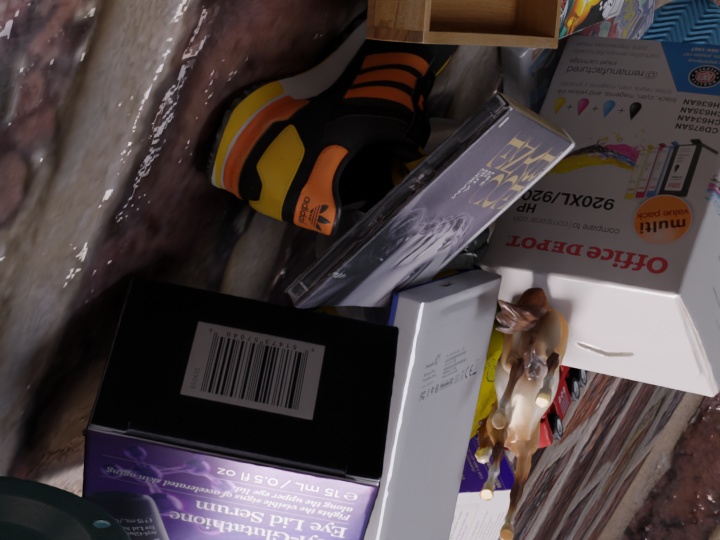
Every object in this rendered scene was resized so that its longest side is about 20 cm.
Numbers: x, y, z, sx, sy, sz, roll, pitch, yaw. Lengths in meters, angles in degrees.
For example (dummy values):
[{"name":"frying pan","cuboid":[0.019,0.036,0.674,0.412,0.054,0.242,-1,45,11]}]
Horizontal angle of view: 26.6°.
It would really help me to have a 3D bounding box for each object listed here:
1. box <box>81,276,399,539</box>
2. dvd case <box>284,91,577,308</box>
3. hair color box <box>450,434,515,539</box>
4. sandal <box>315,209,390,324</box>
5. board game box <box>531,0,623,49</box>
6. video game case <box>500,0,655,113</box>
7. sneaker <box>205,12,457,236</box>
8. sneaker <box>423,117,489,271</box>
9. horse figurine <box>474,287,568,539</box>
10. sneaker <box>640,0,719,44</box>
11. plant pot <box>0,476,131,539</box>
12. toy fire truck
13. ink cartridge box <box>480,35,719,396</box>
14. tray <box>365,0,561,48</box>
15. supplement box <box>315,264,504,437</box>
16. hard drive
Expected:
[{"name":"box","cuboid":[-0.070,0.115,0.822,0.200,0.148,0.104,102,-3,-47]},{"name":"dvd case","cuboid":[0.047,-0.032,0.843,0.149,0.016,0.200,-43,168,12]},{"name":"hair color box","cuboid":[0.009,0.185,1.153,0.200,0.065,0.109,-2,133,-24]},{"name":"sandal","cuboid":[0.002,0.007,1.004,0.050,0.083,0.203,-15,174,18]},{"name":"board game box","cuboid":[0.155,-0.245,0.955,0.126,0.035,0.200,-29,143,-50]},{"name":"video game case","cuboid":[0.169,-0.180,1.150,0.182,0.023,0.200,-51,161,-14]},{"name":"sneaker","cuboid":[0.009,-0.078,0.820,0.200,0.090,0.070,-38,155,-42]},{"name":"sneaker","cuboid":[0.045,-0.045,0.955,0.200,0.071,0.099,-12,110,-69]},{"name":"horse figurine","cuboid":[0.107,0.083,1.026,0.133,0.050,0.200,-72,170,-51]},{"name":"sneaker","cuboid":[0.241,-0.150,1.316,0.200,0.076,0.081,-54,171,15]},{"name":"plant pot","cuboid":[-0.182,0.205,0.701,0.200,0.200,0.188,-24,129,-57]},{"name":"toy fire truck","cuboid":[0.144,0.044,1.263,0.200,0.049,0.141,-49,126,-58]},{"name":"ink cartridge box","cuboid":[0.198,-0.040,1.070,0.145,0.147,0.200,54,52,-51]},{"name":"tray","cuboid":[0.063,-0.173,0.827,0.200,0.037,0.099,-14,111,-62]},{"name":"supplement box","cuboid":[0.031,0.074,1.105,0.200,0.109,0.110,-30,149,-53]},{"name":"hard drive","cuboid":[0.038,0.104,0.954,0.132,0.025,0.200,-15,118,-63]}]
